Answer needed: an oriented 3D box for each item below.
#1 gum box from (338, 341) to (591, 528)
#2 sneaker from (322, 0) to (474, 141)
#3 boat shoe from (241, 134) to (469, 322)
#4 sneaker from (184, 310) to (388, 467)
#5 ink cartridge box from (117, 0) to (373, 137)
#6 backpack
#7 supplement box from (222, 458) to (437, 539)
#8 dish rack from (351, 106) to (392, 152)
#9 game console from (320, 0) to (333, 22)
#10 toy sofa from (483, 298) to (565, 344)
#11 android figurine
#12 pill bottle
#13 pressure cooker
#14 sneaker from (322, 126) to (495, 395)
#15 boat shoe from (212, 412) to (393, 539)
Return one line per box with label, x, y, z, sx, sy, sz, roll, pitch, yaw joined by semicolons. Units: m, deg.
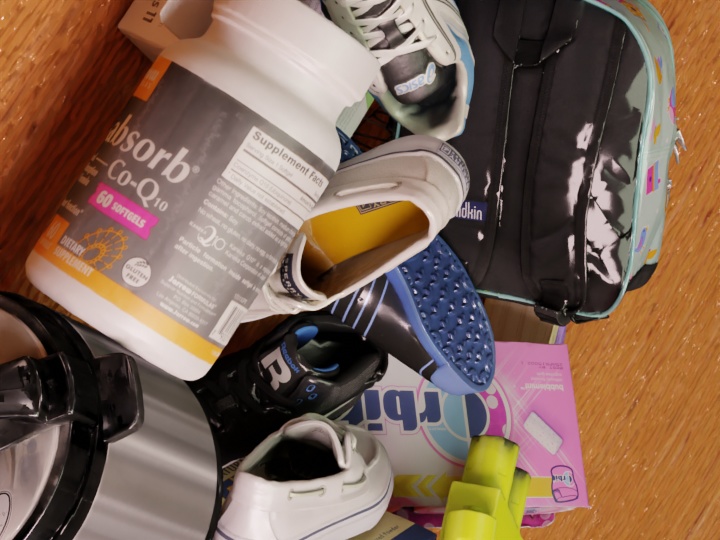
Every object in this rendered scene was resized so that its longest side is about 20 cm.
gum box;0.055;0.108;1.596;0.200;0.066;0.114;3;70;-29
sneaker;0.018;-0.140;1.338;0.072;0.073;0.200;-27;146;8
boat shoe;-0.031;-0.010;1.347;0.071;0.200;0.070;57;31;-20
sneaker;-0.077;0.073;1.443;0.200;0.073;0.112;-22;166;-26
ink cartridge box;-0.061;-0.150;1.404;0.117;0.067;0.200;-58;144;-9
backpack;0.109;-0.088;1.484;0.153;0.176;0.200;-39;137;-60
supplement box;-0.071;0.237;1.491;0.134;0.200;0.200;-29;130;-44
dish rack;0.038;-0.072;1.586;0.200;0.055;0.154;-45;140;-28
game console;0.071;-0.223;1.334;0.171;0.118;0.200;-45;155;-26
toy sofa;0.130;0.016;1.716;0.083;0.098;0.200;-3;110;-51
android figurine;0.069;0.207;1.478;0.182;0.041;0.200;67;33;-64
pill bottle;-0.081;-0.051;1.294;0.200;0.116;0.116;-58;144;-2
pressure cooker;-0.191;0.103;1.287;0.176;0.179;0.200;-59;148;-2
sneaker;0.000;0.000;1.431;0.200;0.078;0.070;53;40;-19
boat shoe;-0.024;0.118;1.406;0.200;0.073;0.067;-42;147;-67
